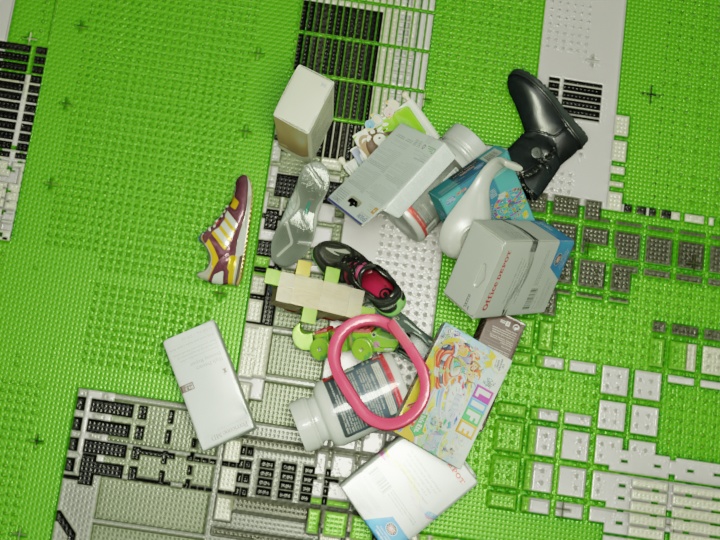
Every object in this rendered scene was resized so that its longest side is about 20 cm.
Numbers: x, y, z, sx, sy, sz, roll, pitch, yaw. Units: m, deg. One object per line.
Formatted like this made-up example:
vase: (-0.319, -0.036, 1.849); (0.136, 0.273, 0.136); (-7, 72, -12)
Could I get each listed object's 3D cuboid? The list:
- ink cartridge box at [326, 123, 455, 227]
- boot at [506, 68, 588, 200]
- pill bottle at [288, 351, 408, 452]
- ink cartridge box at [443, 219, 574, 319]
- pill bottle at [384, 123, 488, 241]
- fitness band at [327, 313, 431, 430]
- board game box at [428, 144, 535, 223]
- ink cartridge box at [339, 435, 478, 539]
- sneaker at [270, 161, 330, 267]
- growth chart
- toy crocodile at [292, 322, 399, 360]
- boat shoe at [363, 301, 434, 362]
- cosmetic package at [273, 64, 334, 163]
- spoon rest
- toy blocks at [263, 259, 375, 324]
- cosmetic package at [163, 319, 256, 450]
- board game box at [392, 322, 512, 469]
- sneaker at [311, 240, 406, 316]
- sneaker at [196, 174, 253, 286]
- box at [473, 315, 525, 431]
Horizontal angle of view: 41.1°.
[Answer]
ink cartridge box: (0.050, -0.159, 1.670); (0.200, 0.200, 0.041); (-44, 117, -2)
boot: (0.302, -0.249, 1.770); (0.168, 0.076, 0.200); (-44, 91, -12)
pill bottle: (-0.018, 0.232, 1.657); (0.197, 0.120, 0.121); (-22, 82, -6)
ink cartridge box: (0.255, -0.005, 1.646); (0.084, 0.198, 0.147); (40, 119, 39)
pill bottle: (0.135, -0.161, 1.730); (0.114, 0.114, 0.200); (43, 81, 5)
fitness band: (0.031, 0.164, 1.578); (0.143, 0.037, 0.201); (-35, 72, 2)
board game box: (0.225, -0.094, 1.702); (0.150, 0.047, 0.202); (-34, 120, -9)
ink cartridge box: (0.083, 0.366, 1.658); (0.199, 0.085, 0.145); (-37, 84, -6)
sneaker: (-0.104, -0.101, 1.737); (0.069, 0.080, 0.203); (23, 99, -6)
growth chart: (0.054, -0.227, 1.787); (0.200, 0.018, 0.145); (-44, 84, -9)
toy crocodile: (-0.025, 0.120, 1.679); (0.196, 0.067, 0.063); (-1, 98, 20)
boat shoe: (0.077, 0.117, 1.709); (0.198, 0.062, 0.073); (35, 83, 4)
cosmetic package: (-0.098, -0.271, 1.694); (0.070, 0.200, 0.107); (26, 80, 2)
spoon rest: (0.202, -0.106, 1.634); (0.098, 0.061, 0.202); (16, 116, -30)
toy blocks: (-0.082, 0.051, 1.682); (0.196, 0.137, 0.102); (13, 80, -11)
cosmetic package: (-0.262, 0.201, 1.676); (0.100, 0.074, 0.203); (-23, 81, -5)
board game box: (0.151, 0.208, 1.604); (0.133, 0.034, 0.202); (28, 80, -5)
sneaker: (0.000, 0.000, 1.703); (0.198, 0.084, 0.077); (31, 70, 18)
sneaker: (-0.243, -0.077, 1.721); (0.088, 0.075, 0.204); (8, 80, -6)
box: (0.214, 0.177, 1.687); (0.074, 0.100, 0.203); (22, 80, 2)
